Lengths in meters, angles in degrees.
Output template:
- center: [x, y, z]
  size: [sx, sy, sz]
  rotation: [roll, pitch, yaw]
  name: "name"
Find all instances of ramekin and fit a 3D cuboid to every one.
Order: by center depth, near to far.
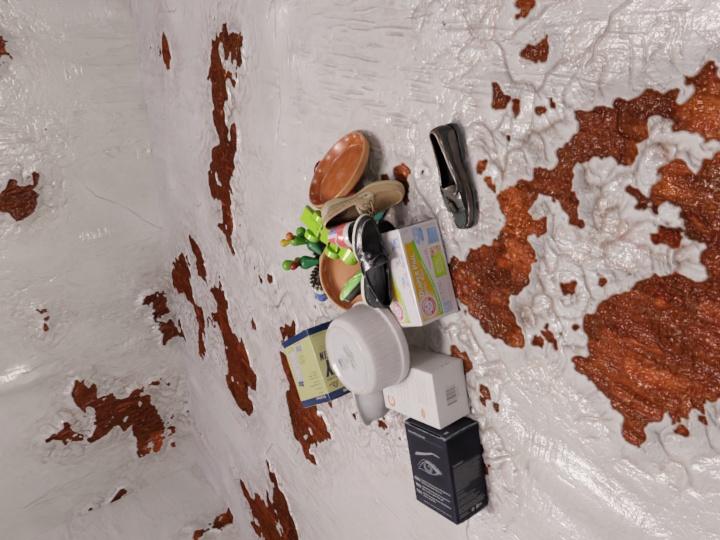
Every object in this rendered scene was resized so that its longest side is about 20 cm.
- center: [0.008, 0.176, 1.282]
  size: [0.199, 0.103, 0.205]
  rotation: [33, 134, 41]
  name: "ramekin"

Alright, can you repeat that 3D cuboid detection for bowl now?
- center: [0.042, 0.276, 1.448]
  size: [0.201, 0.088, 0.207]
  rotation: [-12, -90, -79]
  name: "bowl"

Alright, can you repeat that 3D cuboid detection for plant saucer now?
- center: [-0.048, -0.231, 1.365]
  size: [0.199, 0.032, 0.204]
  rotation: [-36, 37, 33]
  name: "plant saucer"
- center: [0.000, 0.000, 1.380]
  size: [0.037, 0.195, 0.205]
  rotation: [-1, -108, -81]
  name: "plant saucer"

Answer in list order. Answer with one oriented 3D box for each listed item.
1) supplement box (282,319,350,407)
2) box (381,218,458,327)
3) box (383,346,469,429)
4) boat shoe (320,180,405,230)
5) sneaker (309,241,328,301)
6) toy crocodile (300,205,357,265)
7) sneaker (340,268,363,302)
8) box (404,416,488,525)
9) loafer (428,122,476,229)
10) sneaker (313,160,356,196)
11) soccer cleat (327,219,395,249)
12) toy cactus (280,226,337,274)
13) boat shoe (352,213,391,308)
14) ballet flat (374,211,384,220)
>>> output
- center: [-0.106, 0.266, 1.669]
  size: [0.199, 0.132, 0.205]
  rotation: [-31, 77, 57]
  name: "supplement box"
- center: [0.116, 0.007, 1.231]
  size: [0.101, 0.110, 0.206]
  rotation: [-9, 97, 58]
  name: "box"
- center: [0.140, 0.258, 1.316]
  size: [0.198, 0.096, 0.128]
  rotation: [5, 108, 56]
  name: "box"
- center: [0.008, -0.136, 1.278]
  size: [0.065, 0.195, 0.072]
  rotation: [-100, -13, -49]
  name: "boat shoe"
- center: [-0.094, -0.009, 1.527]
  size: [0.090, 0.076, 0.204]
  rotation: [90, -171, -54]
  name: "sneaker"
- center: [-0.072, -0.085, 1.347]
  size: [0.199, 0.061, 0.069]
  rotation: [40, 118, 33]
  name: "toy crocodile"
- center: [0.041, 0.023, 1.276]
  size: [0.085, 0.197, 0.076]
  rotation: [62, 151, 1]
  name: "sneaker"
- center: [0.192, 0.430, 1.302]
  size: [0.147, 0.102, 0.206]
  rotation: [8, 109, 56]
  name: "box"
- center: [0.170, -0.176, 1.113]
  size: [0.071, 0.062, 0.206]
  rotation: [-2, 101, 57]
  name: "loafer"
- center: [-0.051, -0.216, 1.457]
  size: [0.086, 0.073, 0.203]
  rotation: [-38, 52, 17]
  name: "sneaker"
- center: [0.010, -0.076, 1.281]
  size: [0.072, 0.198, 0.070]
  rotation: [-3, 90, 37]
  name: "soccer cleat"
- center: [-0.102, -0.056, 1.443]
  size: [0.165, 0.199, 0.103]
  rotation: [46, 167, 16]
  name: "toy cactus"
- center: [0.031, -0.013, 1.183]
  size: [0.066, 0.073, 0.205]
  rotation: [23, 122, 50]
  name: "boat shoe"
- center: [0.008, -0.130, 1.381]
  size: [0.068, 0.069, 0.201]
  rotation: [60, 145, 21]
  name: "ballet flat"
